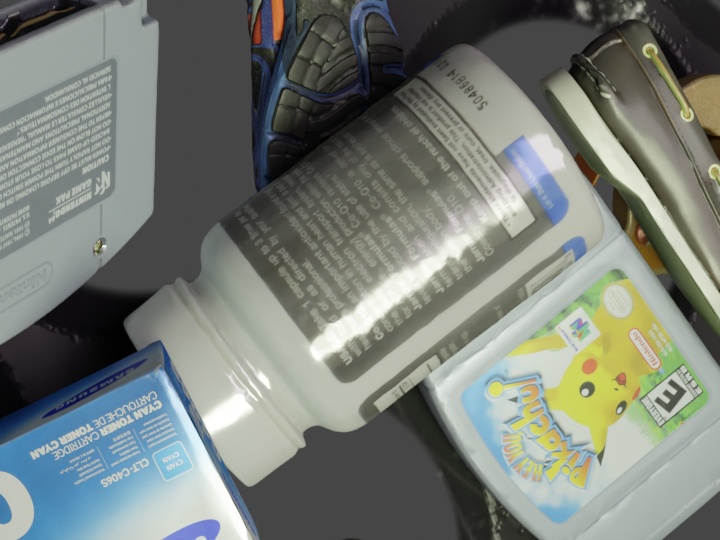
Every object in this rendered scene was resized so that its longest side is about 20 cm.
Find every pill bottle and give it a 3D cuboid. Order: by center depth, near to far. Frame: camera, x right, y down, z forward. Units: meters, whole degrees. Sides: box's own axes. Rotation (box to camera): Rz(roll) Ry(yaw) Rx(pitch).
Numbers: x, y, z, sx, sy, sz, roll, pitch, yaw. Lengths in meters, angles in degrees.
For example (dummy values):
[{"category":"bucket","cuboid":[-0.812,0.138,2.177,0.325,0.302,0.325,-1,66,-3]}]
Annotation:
[{"category":"pill bottle","cuboid":[0.000,0.000,0.797,0.200,0.114,0.114,-37,108,-3]}]

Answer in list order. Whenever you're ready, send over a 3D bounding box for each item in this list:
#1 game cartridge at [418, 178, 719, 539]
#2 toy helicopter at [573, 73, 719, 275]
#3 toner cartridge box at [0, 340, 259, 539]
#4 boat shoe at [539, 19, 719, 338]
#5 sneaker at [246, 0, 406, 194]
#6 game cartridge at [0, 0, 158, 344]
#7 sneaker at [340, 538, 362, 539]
[{"category":"game cartridge","cuboid":[0.109,0.060,0.903,0.133,0.040,0.200,-38,111,1]},{"category":"toy helicopter","cuboid":[0.145,-0.023,0.945,0.200,0.079,0.132,-51,120,-10]},{"category":"toner cartridge box","cuboid":[-0.149,0.117,0.723,0.199,0.043,0.095,-27,105,-2]},{"category":"boat shoe","cuboid":[0.169,-0.032,0.885,0.060,0.072,0.202,-38,107,1]},{"category":"sneaker","cuboid":[-0.022,-0.120,0.844,0.075,0.078,0.201,-1,106,-27]},{"category":"game cartridge","cuboid":[-0.154,-0.034,0.718,0.200,0.040,0.134,-36,136,-51]},{"category":"sneaker","cuboid":[0.039,0.205,0.880,0.080,0.073,0.201,-49,118,-39]}]
